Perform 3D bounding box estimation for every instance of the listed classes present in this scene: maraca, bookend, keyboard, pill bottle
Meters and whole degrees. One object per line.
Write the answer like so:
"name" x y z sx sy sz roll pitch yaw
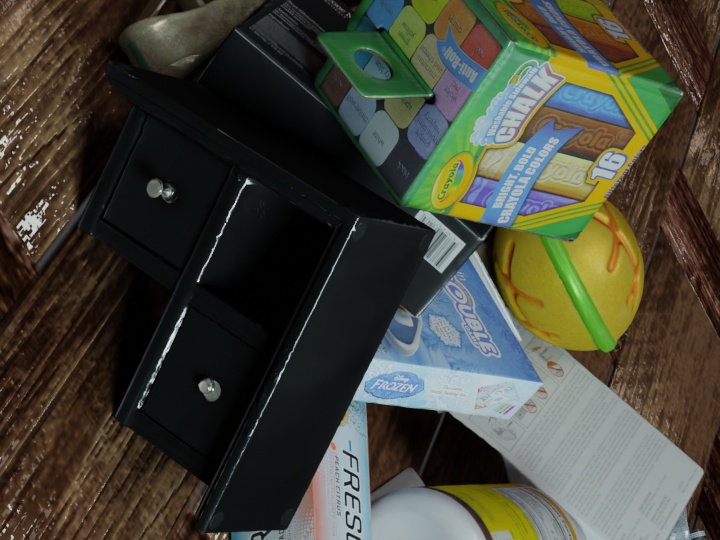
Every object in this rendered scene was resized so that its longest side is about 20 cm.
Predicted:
"maraca" 0.156 0.000 1.648 0.200 0.106 0.138 33 34 -77
"bookend" -0.093 0.014 1.291 0.199 0.200 0.092 33 12 29
"keyboard" 0.066 -0.040 1.581 0.201 0.011 0.056 62 8 -21
"pill bottle" 0.076 0.194 1.445 0.200 0.109 0.110 8 66 -60

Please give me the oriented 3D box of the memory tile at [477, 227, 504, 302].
"memory tile" 0.083 -0.050 1.666 0.200 0.017 0.154 -39 109 -61

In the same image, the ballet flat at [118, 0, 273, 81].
"ballet flat" -0.097 -0.173 1.458 0.062 0.067 0.200 50 30 -7

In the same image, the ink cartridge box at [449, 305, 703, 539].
"ink cartridge box" 0.142 0.131 1.608 0.200 0.047 0.160 39 34 5

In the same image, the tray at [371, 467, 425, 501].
"tray" 0.020 0.206 1.477 0.200 0.022 0.108 -26 97 -62

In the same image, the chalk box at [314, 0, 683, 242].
"chalk box" 0.066 -0.113 1.318 0.199 0.124 0.125 11 34 -43

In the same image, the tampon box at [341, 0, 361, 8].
"tampon box" -0.019 -0.299 1.583 0.201 0.149 0.126 63 29 -15

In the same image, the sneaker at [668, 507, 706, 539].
"sneaker" 0.189 0.201 1.686 0.200 0.113 0.076 16 59 -58

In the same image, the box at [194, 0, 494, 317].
"box" 0.000 -0.082 1.415 0.200 0.079 0.141 41 30 1

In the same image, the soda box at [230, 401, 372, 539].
"soda box" -0.036 0.154 1.355 0.063 0.068 0.201 33 46 -46

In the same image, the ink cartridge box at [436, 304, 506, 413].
"ink cartridge box" 0.051 -0.009 1.646 0.199 0.040 0.201 -24 96 -61

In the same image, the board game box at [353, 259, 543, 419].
"board game box" 0.000 0.000 1.428 0.198 0.043 0.201 11 40 -46
